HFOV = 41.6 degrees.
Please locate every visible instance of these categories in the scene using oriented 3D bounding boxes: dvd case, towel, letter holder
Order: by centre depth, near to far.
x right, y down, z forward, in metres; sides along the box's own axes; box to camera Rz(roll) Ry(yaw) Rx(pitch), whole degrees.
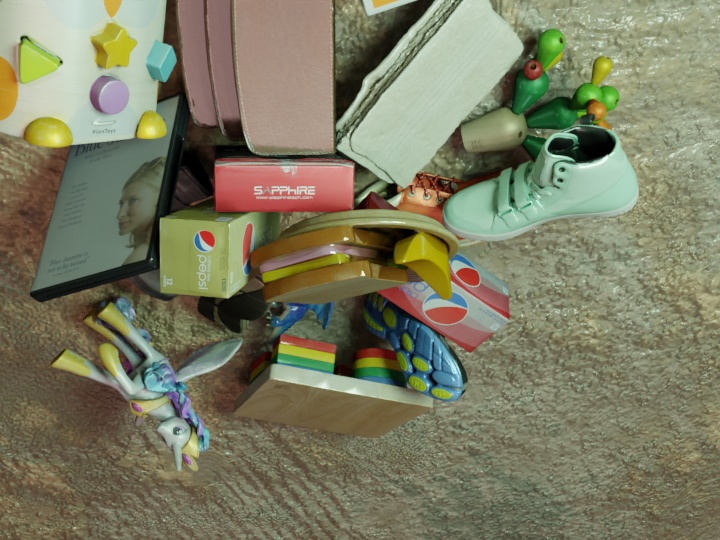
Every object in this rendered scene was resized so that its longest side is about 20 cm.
[{"bbox_3d":[-0.095,-0.211,0.841,0.142,0.101,0.200,-2,115,-5],"label":"letter holder"},{"bbox_3d":[-0.232,-0.072,0.892,0.143,0.200,0.018,-15,143,25],"label":"dvd case"},{"bbox_3d":[0.066,-0.175,0.921,0.200,0.034,0.133,-48,147,10],"label":"towel"}]

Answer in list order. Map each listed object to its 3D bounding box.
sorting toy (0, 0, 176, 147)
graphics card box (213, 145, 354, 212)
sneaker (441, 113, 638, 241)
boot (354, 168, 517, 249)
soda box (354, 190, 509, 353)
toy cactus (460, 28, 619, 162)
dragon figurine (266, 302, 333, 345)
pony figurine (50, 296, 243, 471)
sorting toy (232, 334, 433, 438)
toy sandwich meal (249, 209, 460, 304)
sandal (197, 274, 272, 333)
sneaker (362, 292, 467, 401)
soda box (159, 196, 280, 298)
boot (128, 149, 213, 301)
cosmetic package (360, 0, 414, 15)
[{"bbox_3d":[-0.228,-0.207,0.804,0.200,0.107,0.180,-16,135,-45],"label":"sorting toy"},{"bbox_3d":[-0.080,-0.092,0.919,0.125,0.200,0.051,-1,102,-9],"label":"graphics card box"},{"bbox_3d":[0.165,-0.094,0.936,0.200,0.074,0.118,-10,148,18],"label":"sneaker"},{"bbox_3d":[0.090,-0.076,1.041,0.200,0.075,0.107,-23,126,14],"label":"boot"},{"bbox_3d":[0.067,0.004,1.027,0.200,0.063,0.070,33,126,-19],"label":"soda box"},{"bbox_3d":[0.189,-0.148,0.986,0.165,0.102,0.200,-13,141,16],"label":"toy cactus"},{"bbox_3d":[-0.062,0.031,1.119,0.099,0.059,0.200,2,130,-9],"label":"dragon figurine"},{"bbox_3d":[-0.244,0.124,1.111,0.167,0.193,0.200,-37,107,19],"label":"pony figurine"},{"bbox_3d":[-0.037,0.141,1.170,0.199,0.070,0.200,12,156,-16],"label":"sorting toy"},{"bbox_3d":[0.000,0.000,0.890,0.205,0.070,0.205,-3,164,-1],"label":"toy sandwich meal"},{"bbox_3d":[-0.140,0.020,1.068,0.080,0.057,0.201,36,158,-8],"label":"sandal"},{"bbox_3d":[0.073,0.078,1.096,0.083,0.200,0.071,5,114,-28],"label":"sneaker"},{"bbox_3d":[-0.127,-0.029,0.898,0.064,0.200,0.068,4,101,8],"label":"soda box"},{"bbox_3d":[-0.210,-0.057,1.019,0.132,0.070,0.200,-27,134,9],"label":"boot"},{"bbox_3d":[0.082,-0.311,0.831,0.200,0.071,0.101,-18,131,7],"label":"cosmetic package"}]
